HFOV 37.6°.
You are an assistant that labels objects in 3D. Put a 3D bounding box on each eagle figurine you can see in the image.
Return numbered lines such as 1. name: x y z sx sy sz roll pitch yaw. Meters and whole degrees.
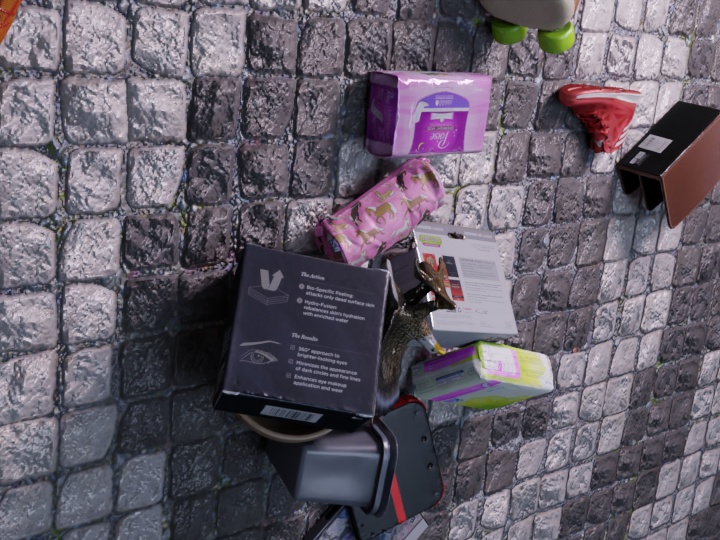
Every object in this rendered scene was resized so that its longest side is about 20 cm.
1. eagle figurine: 0.052 0.087 1.482 0.200 0.151 0.151 -45 164 20

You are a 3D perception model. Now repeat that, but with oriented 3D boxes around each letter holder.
1. letter holder: 0.587 -0.193 1.966 0.200 0.100 0.143 -43 131 -21

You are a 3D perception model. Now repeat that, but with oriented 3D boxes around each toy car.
1. toy car: 0.280 -0.457 1.579 0.201 0.157 0.165 -54 145 -27

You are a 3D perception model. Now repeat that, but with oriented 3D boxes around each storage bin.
1. storage bin: -0.047 0.252 1.514 0.133 0.200 0.147 6 103 -23

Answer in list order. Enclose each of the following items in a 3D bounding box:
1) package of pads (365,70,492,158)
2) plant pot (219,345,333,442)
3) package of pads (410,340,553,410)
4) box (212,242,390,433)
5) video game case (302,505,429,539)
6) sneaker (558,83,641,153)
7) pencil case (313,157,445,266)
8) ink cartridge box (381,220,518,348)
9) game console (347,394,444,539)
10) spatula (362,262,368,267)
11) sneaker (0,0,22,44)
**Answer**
1. package of pads: 0.101 -0.228 1.545 0.199 0.075 0.122 -8 110 -39
2. plant pot: -0.099 0.144 1.468 0.199 0.093 0.203 4 69 -11
3. package of pads: 0.204 0.173 1.727 0.199 0.154 0.069 14 62 -44
4. box: -0.077 0.091 1.378 0.195 0.117 0.202 11 69 -11
5. video game case: 0.014 0.432 1.747 0.181 0.025 0.201 -46 130 -18
6. sneaker: 0.406 -0.254 1.801 0.199 0.078 0.117 -5 108 -39
7. pencil case: 0.029 -0.081 1.517 0.199 0.083 0.087 -35 154 -16
8. ink cartridge box: 0.136 0.024 1.642 0.199 0.084 0.177 7 66 -42
9. game console: 0.045 0.316 1.702 0.176 0.031 0.202 -21 107 -22
10. spatula: 0.000 0.000 1.578 0.056 0.020 0.202 25 89 -37
11. sneaker: -0.404 -0.261 1.112 0.200 0.073 0.077 -49 153 -11
